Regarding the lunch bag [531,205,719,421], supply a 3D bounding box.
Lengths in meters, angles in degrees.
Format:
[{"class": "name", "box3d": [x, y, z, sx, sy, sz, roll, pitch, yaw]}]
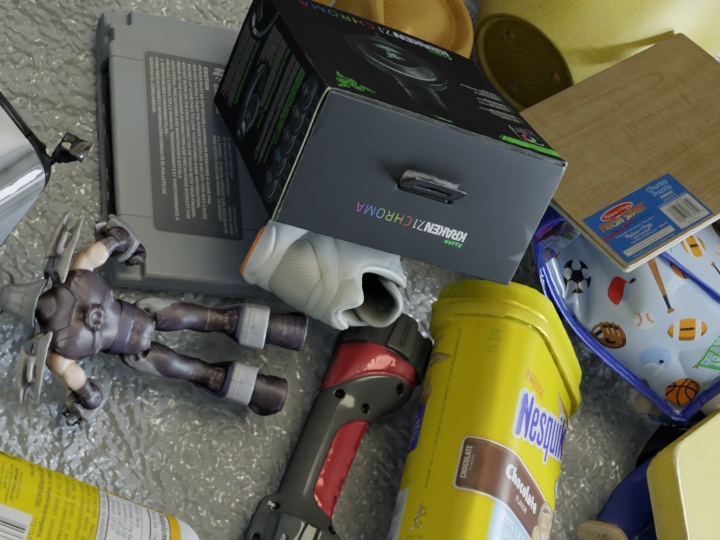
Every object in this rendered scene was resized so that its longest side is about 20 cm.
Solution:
[{"class": "lunch bag", "box3d": [0.199, -0.014, 1.048, 0.199, 0.124, 0.171, 39, 28, -19]}]

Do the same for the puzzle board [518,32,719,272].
[{"class": "puzzle board", "box3d": [0.206, -0.086, 0.981, 0.199, 0.017, 0.151, -28, 57, -24]}]

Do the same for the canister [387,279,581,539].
[{"class": "canister", "box3d": [0.083, 0.131, 0.929, 0.149, 0.086, 0.202, 58, 40, -50]}]

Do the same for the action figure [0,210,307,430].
[{"class": "action figure", "box3d": [-0.136, 0.039, 0.862, 0.198, 0.069, 0.132, 16, 91, -25]}]

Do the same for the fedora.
[{"class": "fedora", "box3d": [0.027, -0.170, 1.064, 0.199, 0.082, 0.203, 13, 62, -25]}]

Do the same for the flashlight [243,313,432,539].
[{"class": "flashlight", "box3d": [-0.012, 0.121, 0.918, 0.068, 0.067, 0.201, 54, 46, -41]}]

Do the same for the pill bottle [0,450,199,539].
[{"class": "pill bottle", "box3d": [-0.155, 0.177, 0.771, 0.198, 0.113, 0.114, 25, 57, -19]}]

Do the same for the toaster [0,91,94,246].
[{"class": "toaster", "box3d": [-0.275, -0.062, 0.757, 0.181, 0.200, 0.119, 48, 48, -4]}]

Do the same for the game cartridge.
[{"class": "game cartridge", "box3d": [-0.114, -0.078, 0.966, 0.132, 0.041, 0.202, 9, 64, -33]}]

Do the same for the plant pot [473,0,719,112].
[{"class": "plant pot", "box3d": [0.171, -0.200, 1.111, 0.142, 0.200, 0.200, -42, 92, -26]}]

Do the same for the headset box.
[{"class": "headset box", "box3d": [0.015, -0.087, 0.908, 0.172, 0.093, 0.200, 15, 23, -24]}]

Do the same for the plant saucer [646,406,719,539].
[{"class": "plant saucer", "box3d": [0.275, 0.186, 1.028, 0.199, 0.048, 0.202, -23, 105, -45]}]

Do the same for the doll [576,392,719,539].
[{"class": "doll", "box3d": [0.237, 0.153, 1.061, 0.200, 0.048, 0.137, -41, 106, -39]}]

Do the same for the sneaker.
[{"class": "sneaker", "box3d": [0.000, 0.000, 0.936, 0.092, 0.076, 0.200, 40, 25, 14]}]
